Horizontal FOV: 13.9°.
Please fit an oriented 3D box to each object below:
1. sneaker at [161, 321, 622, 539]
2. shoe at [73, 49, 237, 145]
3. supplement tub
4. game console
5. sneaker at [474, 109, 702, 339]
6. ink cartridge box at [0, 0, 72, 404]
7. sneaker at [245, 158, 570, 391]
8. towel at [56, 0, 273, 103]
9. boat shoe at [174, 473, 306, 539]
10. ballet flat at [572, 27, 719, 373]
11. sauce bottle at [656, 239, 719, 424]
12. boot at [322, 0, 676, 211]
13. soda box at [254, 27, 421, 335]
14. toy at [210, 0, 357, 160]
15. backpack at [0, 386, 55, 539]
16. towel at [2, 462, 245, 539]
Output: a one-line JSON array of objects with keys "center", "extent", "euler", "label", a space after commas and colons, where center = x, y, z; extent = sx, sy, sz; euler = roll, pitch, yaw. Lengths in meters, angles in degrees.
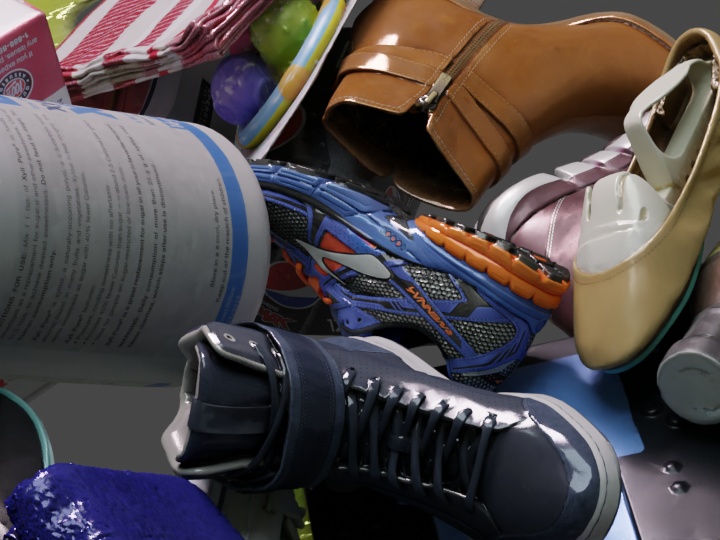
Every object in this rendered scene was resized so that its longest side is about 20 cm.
[{"center": [0.003, 0.075, 1.286], "extent": [0.146, 0.077, 0.202], "euler": [7, 9, -43], "label": "sneaker"}, {"center": [-0.122, -0.060, 1.618], "extent": [0.091, 0.071, 0.201], "euler": [-20, 43, 36], "label": "shoe"}, {"center": [-0.152, -0.014, 1.373], "extent": [0.200, 0.132, 0.132], "euler": [7, 16, -46], "label": "supplement tub"}, {"center": [0.075, 0.101, 1.369], "extent": [0.199, 0.031, 0.177], "euler": [-13, 36, 0], "label": "game console"}, {"center": [0.163, -0.020, 1.489], "extent": [0.200, 0.076, 0.116], "euler": [-31, 52, -19], "label": "sneaker"}, {"center": [-0.209, -0.024, 1.471], "extent": [0.145, 0.201, 0.085], "euler": [-35, 42, -28], "label": "ink cartridge box"}, {"center": [0.000, 0.000, 1.422], "extent": [0.200, 0.075, 0.079], "euler": [22, 92, 30], "label": "sneaker"}, {"center": [-0.097, -0.147, 1.591], "extent": [0.200, 0.023, 0.144], "euler": [-12, 31, 50], "label": "towel"}, {"center": [-0.059, 0.122, 1.360], "extent": [0.067, 0.074, 0.200], "euler": [21, 36, -5], "label": "boat shoe"}, {"center": [0.137, -0.038, 1.415], "extent": [0.069, 0.063, 0.200], "euler": [-16, 34, 43], "label": "ballet flat"}, {"center": [0.197, 0.004, 1.417], "extent": [0.064, 0.065, 0.200], "euler": [8, 32, 25], "label": "sauce bottle"}, {"center": [0.085, -0.083, 1.531], "extent": [0.200, 0.077, 0.155], "euler": [29, 39, 0], "label": "boot"}, {"center": [-0.008, -0.050, 1.569], "extent": [0.070, 0.064, 0.200], "euler": [1, 37, 17], "label": "soda box"}, {"center": [-0.039, -0.125, 1.559], "extent": [0.047, 0.115, 0.200], "euler": [35, 62, -6], "label": "toy"}, {"center": [-0.203, 0.146, 1.280], "extent": [0.175, 0.154, 0.200], "euler": [-10, 46, -4], "label": "backpack"}, {"center": [-0.054, 0.166, 1.194], "extent": [0.050, 0.148, 0.200], "euler": [-46, 66, 13], "label": "towel"}]
